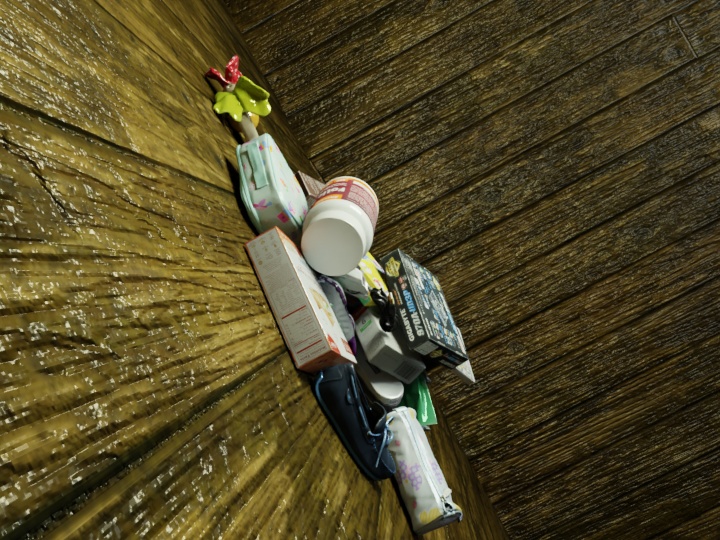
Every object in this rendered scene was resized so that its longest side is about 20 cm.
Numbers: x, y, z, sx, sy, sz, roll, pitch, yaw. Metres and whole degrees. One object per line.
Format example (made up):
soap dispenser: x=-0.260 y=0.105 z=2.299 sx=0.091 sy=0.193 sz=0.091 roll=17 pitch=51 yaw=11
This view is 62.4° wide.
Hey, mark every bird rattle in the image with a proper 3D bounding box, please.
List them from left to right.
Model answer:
bird rattle: x=-0.261 y=-0.342 z=1.246 sx=0.200 sy=0.113 sz=0.163 roll=47 pitch=-21 yaw=50

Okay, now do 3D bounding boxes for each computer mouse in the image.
computer mouse: x=-0.018 y=0.025 z=1.027 sx=0.200 sy=0.044 sz=0.110 roll=38 pitch=-18 yaw=27

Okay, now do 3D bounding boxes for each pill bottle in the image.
pill bottle: x=-0.033 y=-0.075 z=0.976 sx=0.114 sy=0.114 sz=0.200 roll=60 pitch=16 yaw=-19

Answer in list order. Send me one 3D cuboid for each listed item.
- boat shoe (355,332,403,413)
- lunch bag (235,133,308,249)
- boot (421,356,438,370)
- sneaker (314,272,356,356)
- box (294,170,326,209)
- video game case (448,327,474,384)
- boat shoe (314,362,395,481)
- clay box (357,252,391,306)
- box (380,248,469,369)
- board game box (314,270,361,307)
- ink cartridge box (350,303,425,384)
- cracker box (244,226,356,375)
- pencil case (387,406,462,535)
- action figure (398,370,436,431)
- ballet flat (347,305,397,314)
boat shoe: x=0.012 y=0.186 z=1.116 sx=0.200 sy=0.072 sz=0.068 roll=49 pitch=-39 yaw=37
lunch bag: x=-0.151 y=-0.131 z=1.021 sx=0.160 sy=0.077 sz=0.200 roll=56 pitch=11 yaw=-49
boot: x=0.102 y=0.222 z=1.225 sx=0.200 sy=0.168 sz=0.076 roll=61 pitch=6 yaw=-7
sneaker: x=-0.047 y=0.085 z=1.002 sx=0.200 sy=0.074 sz=0.088 roll=58 pitch=10 yaw=-49
box: x=-0.083 y=-0.119 z=1.233 sx=0.200 sy=0.100 sz=0.075 roll=23 pitch=34 yaw=-49
video game case: x=0.161 y=0.134 z=1.212 sx=0.200 sy=0.018 sz=0.143 roll=39 pitch=28 yaw=-38
boat shoe: x=0.009 y=0.215 z=0.824 sx=0.200 sy=0.069 sz=0.084 roll=60 pitch=5 yaw=-29
clay box: x=0.000 y=0.000 z=1.130 sx=0.200 sy=0.048 sz=0.115 roll=53 pitch=16 yaw=18
box: x=0.120 y=0.073 z=1.118 sx=0.159 sy=0.046 sz=0.200 roll=31 pitch=34 yaw=-49
board game box: x=-0.073 y=-0.018 z=1.162 sx=0.200 sy=0.040 sz=0.153 roll=26 pitch=35 yaw=-57
ink cartridge box: x=0.039 y=0.114 z=1.119 sx=0.109 sy=0.050 sz=0.200 roll=35 pitch=15 yaw=-33
cracker box: x=-0.083 y=0.050 z=0.856 sx=0.200 sy=0.058 sz=0.134 roll=64 pitch=5 yaw=20
pencil case: x=0.091 y=0.328 z=0.983 sx=0.091 sy=0.083 sz=0.200 roll=92 pitch=-22 yaw=-51
action figure: x=0.090 y=0.207 z=1.131 sx=0.055 sy=0.118 sz=0.200 roll=31 pitch=46 yaw=-46
ballet flat: x=0.017 y=0.090 z=1.271 sx=0.200 sy=0.067 sz=0.046 roll=8 pitch=-10 yaw=44
